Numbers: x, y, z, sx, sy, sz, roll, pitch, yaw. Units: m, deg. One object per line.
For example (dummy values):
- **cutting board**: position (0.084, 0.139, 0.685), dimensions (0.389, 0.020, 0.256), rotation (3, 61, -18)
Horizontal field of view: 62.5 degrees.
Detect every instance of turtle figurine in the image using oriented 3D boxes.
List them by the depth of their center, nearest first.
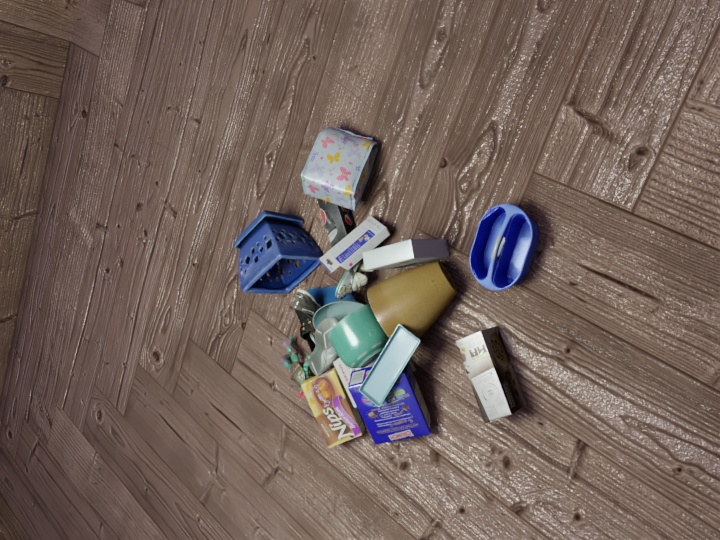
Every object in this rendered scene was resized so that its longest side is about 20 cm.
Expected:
- **turtle figurine**: position (-0.173, 0.302, 1.806), dimensions (0.199, 0.099, 0.153), rotation (39, 112, 35)

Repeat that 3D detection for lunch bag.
- **lunch bag**: position (-0.054, -0.293, 1.656), dimensions (0.164, 0.128, 0.205), rotation (17, 71, 8)

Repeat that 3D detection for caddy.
- **caddy**: position (0.340, -0.055, 1.415), dimensions (0.139, 0.104, 0.206), rotation (23, 104, 32)

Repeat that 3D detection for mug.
- **mug**: position (0.008, 0.183, 1.551), dimensions (0.150, 0.185, 0.116), rotation (-36, 72, 3)

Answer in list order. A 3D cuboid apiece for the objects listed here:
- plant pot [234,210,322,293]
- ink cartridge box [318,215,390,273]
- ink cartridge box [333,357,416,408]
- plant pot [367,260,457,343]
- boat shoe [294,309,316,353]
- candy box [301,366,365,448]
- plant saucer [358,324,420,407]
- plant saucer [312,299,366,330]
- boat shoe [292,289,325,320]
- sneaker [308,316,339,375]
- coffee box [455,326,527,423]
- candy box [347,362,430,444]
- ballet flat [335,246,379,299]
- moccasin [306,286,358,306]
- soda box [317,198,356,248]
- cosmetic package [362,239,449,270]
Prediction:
- **plant pot**: position (-0.259, -0.059, 1.798), dimensions (0.199, 0.197, 0.184), rotation (-38, 65, 30)
- **ink cartridge box**: position (-0.018, -0.065, 1.635), dimensions (0.198, 0.038, 0.095), rotation (-38, 36, -9)
- **ink cartridge box**: position (0.036, 0.268, 1.657), dimensions (0.199, 0.083, 0.147), rotation (-40, 70, 29)
- **plant pot**: position (0.148, 0.072, 1.533), dimensions (0.197, 0.185, 0.190), rotation (-34, 72, 15)
- **boat shoe**: position (-0.152, 0.176, 1.783), dimensions (0.204, 0.062, 0.074), rotation (59, 149, 20)
- **candy box**: position (-0.079, 0.394, 1.713), dimensions (0.114, 0.056, 0.205), rotation (-23, 92, 14)
- **plant saucer**: position (0.073, 0.236, 1.470), dimensions (0.069, 0.019, 0.203), rotation (34, 101, 16)
- **plant saucer**: position (-0.037, 0.135, 1.668), dimensions (0.198, 0.200, 0.040), rotation (-28, 40, 32)
- **boat shoe**: position (-0.132, 0.126, 1.708), dimensions (0.065, 0.200, 0.058), rotation (9, 64, 40)
- **sneaker**: position (-0.089, 0.205, 1.680), dimensions (0.070, 0.079, 0.204), rotation (44, 132, 30)
- **coffee box**: position (0.317, 0.250, 1.437), dimensions (0.079, 0.112, 0.206), rotation (-26, 76, 32)
- **candy box**: position (0.080, 0.348, 1.561), dimensions (0.164, 0.078, 0.205), rotation (-16, 113, 19)
- **ballet flat**: position (0.000, 0.000, 1.641), dimensions (0.070, 0.073, 0.204), rotation (11, 60, 34)
- **moccasin**: position (-0.077, 0.080, 1.747), dimensions (0.196, 0.067, 0.083), rotation (11, 86, 40)
- **soda box**: position (-0.071, -0.168, 1.736), dimensions (0.070, 0.063, 0.206), rotation (-25, 76, 33)
- **cosmetic package**: position (0.119, -0.041, 1.519), dimensions (0.148, 0.198, 0.053), rotation (-16, 83, 34)
